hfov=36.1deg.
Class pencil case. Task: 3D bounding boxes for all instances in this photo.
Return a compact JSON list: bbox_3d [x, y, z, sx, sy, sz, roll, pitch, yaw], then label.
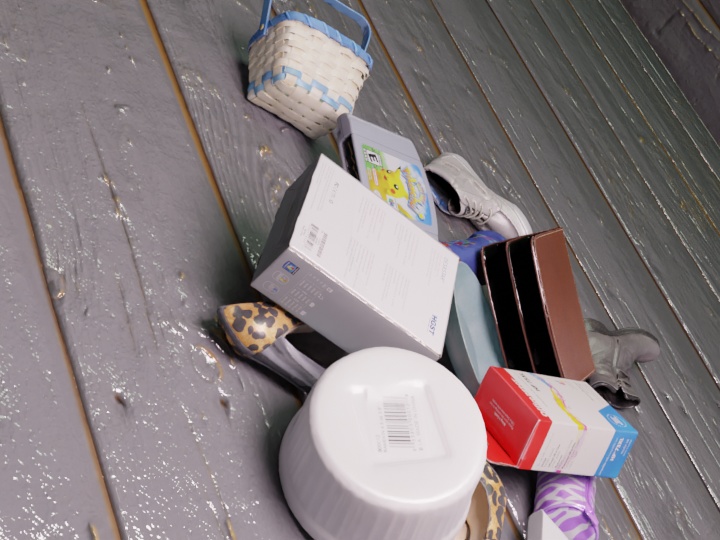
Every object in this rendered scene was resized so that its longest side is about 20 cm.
[{"bbox_3d":[0.132,-0.010,1.518,0.199,0.086,0.080,-10,105,-56],"label":"pencil case"},{"bbox_3d":[0.262,0.261,1.362,0.084,0.085,0.201,51,29,-16],"label":"pencil case"}]

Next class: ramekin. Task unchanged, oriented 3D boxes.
[{"bbox_3d":[0.026,0.171,1.062,0.197,0.098,0.203,10,49,-11],"label":"ramekin"}]

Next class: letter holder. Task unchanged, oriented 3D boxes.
[{"bbox_3d":[0.224,0.058,1.446,0.142,0.099,0.203,-17,94,-64],"label":"letter holder"}]

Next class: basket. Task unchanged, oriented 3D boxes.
[{"bbox_3d":[-0.070,-0.299,1.502,0.175,0.138,0.203,29,65,-30],"label":"basket"}]

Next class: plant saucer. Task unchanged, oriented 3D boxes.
[{"bbox_3d":[0.140,0.091,1.403,0.203,0.038,0.202,-90,154,-44],"label":"plant saucer"}]

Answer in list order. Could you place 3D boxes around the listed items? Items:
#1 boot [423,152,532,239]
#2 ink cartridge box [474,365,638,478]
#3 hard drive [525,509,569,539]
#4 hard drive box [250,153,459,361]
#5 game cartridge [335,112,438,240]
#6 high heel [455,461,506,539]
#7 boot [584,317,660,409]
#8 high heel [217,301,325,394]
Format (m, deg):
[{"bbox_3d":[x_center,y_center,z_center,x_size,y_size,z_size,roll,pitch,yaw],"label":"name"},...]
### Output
[{"bbox_3d":[0.171,-0.092,1.684,0.200,0.074,0.095,44,35,10],"label":"boot"},{"bbox_3d":[0.211,0.176,1.293,0.197,0.068,0.116,12,21,-32],"label":"ink cartridge box"},{"bbox_3d":[0.251,0.382,1.236,0.200,0.027,0.133,49,28,-18],"label":"hard drive"},{"bbox_3d":[0.000,0.000,1.161,0.199,0.077,0.157,36,40,-16],"label":"hard drive box"},{"bbox_3d":[0.037,-0.100,1.411,0.132,0.040,0.203,20,48,-42],"label":"game cartridge"},{"bbox_3d":[0.102,0.261,1.159,0.142,0.071,0.202,-2,65,-61],"label":"high heel"},{"bbox_3d":[0.404,0.156,1.706,0.197,0.070,0.133,10,49,-33],"label":"boot"},{"bbox_3d":[-0.082,0.019,1.181,0.142,0.071,0.202,38,40,-30],"label":"high heel"}]
